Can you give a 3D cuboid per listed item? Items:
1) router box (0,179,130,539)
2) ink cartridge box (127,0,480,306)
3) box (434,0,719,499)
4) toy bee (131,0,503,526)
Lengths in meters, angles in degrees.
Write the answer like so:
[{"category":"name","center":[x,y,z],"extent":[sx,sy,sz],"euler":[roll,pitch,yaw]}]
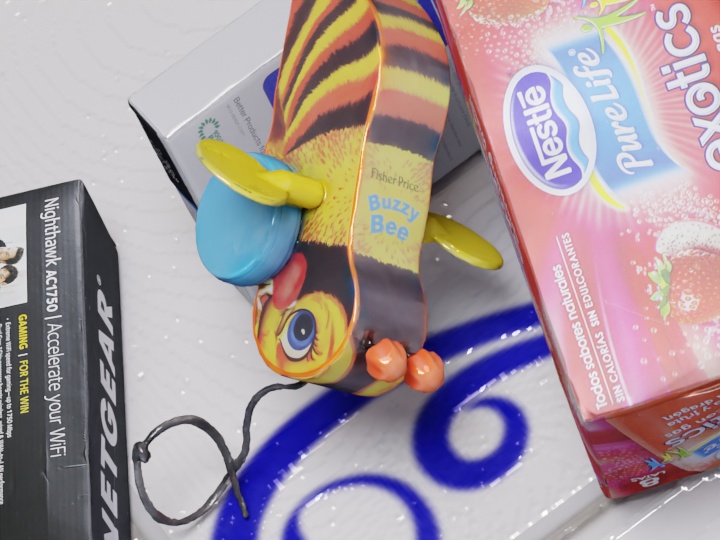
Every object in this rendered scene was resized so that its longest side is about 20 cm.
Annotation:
[{"category":"router box","center":[-0.164,0.070,1.130],"extent":[0.148,0.051,0.201],"euler":[-13,51,9]},{"category":"ink cartridge box","center":[0.015,-0.081,1.147],"extent":[0.199,0.100,0.039],"euler":[-35,42,-9]},{"category":"box","center":[0.094,-0.036,1.044],"extent":[0.095,0.100,0.201],"euler":[-19,69,2]},{"category":"toy bee","center":[0.000,0.000,1.060],"extent":[0.130,0.202,0.108],"euler":[-11,19,-37]}]
